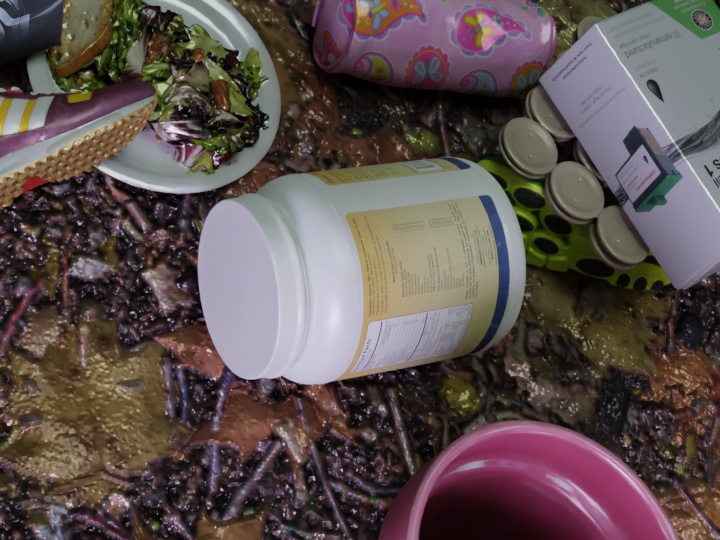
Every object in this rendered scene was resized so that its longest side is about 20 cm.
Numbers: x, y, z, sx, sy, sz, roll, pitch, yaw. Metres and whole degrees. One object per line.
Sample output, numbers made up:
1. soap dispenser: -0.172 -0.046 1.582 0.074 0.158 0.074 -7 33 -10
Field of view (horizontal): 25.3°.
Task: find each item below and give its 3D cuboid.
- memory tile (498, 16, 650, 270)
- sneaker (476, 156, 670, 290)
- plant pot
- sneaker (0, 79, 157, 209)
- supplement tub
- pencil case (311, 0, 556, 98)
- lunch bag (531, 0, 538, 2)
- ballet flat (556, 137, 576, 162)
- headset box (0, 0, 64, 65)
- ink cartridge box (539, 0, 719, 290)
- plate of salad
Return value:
1. memory tile: 0.199 -0.104 1.276 0.153 0.017 0.200 41 50 -4
2. sneaker: 0.171 -0.045 1.289 0.199 0.074 0.084 20 43 -19
3. plant pot: 0.081 0.219 1.020 0.198 0.179 0.202 13 58 -21
4. sneaker: -0.234 -0.101 1.089 0.199 0.075 0.090 -29 81 -27
5. supplement tub: 0.000 0.000 1.122 0.198 0.144 0.145 -8 67 -30
6. pencil case: 0.060 -0.190 1.301 0.198 0.087 0.088 2 62 -27
7. lunch bag: 0.093 -0.336 1.356 0.199 0.122 0.172 25 53 -35
8. ballet flat: 0.223 -0.162 1.375 0.072 0.072 0.200 49 53 5
9. headset box: -0.286 -0.218 1.066 0.199 0.175 0.093 -28 59 -35
10. ink cartridge box: 0.256 -0.106 1.246 0.145 0.084 0.201 -26 79 -38
11. plate of salad: -0.148 -0.150 1.190 0.198 0.048 0.202 13 58 -21
